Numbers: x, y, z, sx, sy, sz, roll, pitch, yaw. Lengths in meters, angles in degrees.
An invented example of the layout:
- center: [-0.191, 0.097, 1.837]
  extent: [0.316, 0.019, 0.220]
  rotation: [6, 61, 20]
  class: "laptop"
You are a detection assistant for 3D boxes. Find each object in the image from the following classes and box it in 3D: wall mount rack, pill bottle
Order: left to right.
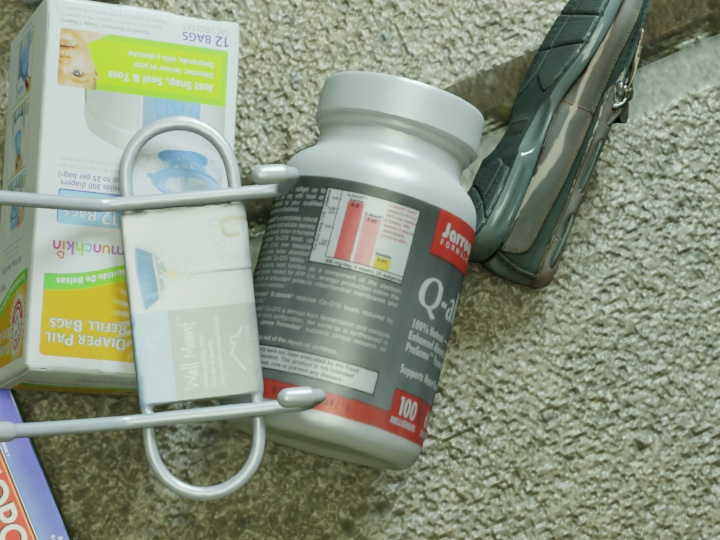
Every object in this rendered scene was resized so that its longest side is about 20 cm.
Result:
- center: [-0.111, 0.017, 0.999]
  extent: [0.172, 0.075, 0.202]
  rotation: [-6, 82, -10]
  class: "wall mount rack"
- center: [0.000, 0.000, 1.100]
  extent: [0.115, 0.116, 0.202]
  rotation: [15, 80, -1]
  class: "pill bottle"

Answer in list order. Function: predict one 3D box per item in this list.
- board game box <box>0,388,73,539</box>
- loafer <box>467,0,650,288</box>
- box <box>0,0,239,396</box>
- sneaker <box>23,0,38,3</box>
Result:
- center: [-0.233, 0.146, 1.104]
  extent: [0.134, 0.029, 0.201]
  rotation: [-23, 83, -6]
  class: "board game box"
- center: [0.123, -0.085, 1.156]
  extent: [0.063, 0.072, 0.201]
  rotation: [30, 86, -19]
  class: "loafer"
- center: [-0.135, -0.034, 1.091]
  extent: [0.112, 0.101, 0.202]
  rotation: [6, 80, -20]
  class: "box"
- center: [-0.153, -0.253, 1.161]
  extent: [0.098, 0.078, 0.202]
  rotation: [2, 89, -10]
  class: "sneaker"
